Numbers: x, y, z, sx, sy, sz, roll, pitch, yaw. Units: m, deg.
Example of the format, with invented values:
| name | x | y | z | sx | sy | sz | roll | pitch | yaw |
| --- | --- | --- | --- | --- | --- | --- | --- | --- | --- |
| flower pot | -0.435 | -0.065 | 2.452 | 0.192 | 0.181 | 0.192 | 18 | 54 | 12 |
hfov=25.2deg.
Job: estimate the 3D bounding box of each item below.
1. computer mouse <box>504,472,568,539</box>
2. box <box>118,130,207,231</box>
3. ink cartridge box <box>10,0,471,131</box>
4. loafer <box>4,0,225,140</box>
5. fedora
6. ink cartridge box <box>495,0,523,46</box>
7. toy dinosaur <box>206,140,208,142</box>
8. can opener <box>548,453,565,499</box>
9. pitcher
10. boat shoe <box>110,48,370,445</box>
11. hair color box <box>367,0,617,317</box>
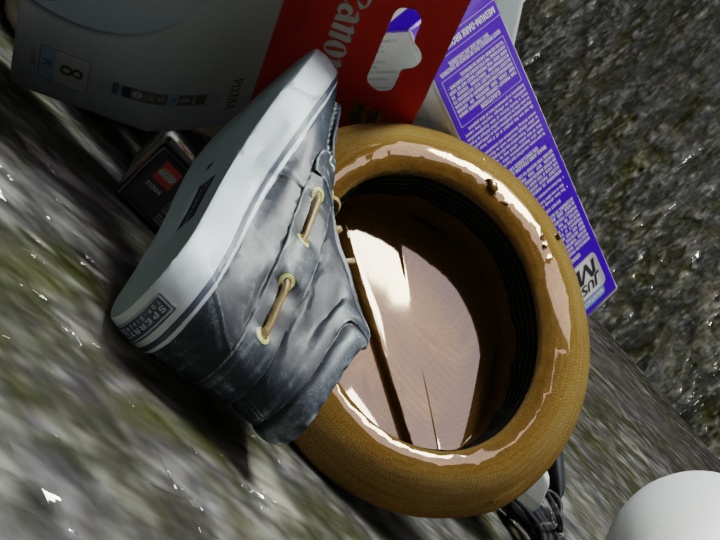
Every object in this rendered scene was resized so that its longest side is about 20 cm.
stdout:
| name | x | y | z | sx | sy | sz | roll | pitch | yaw |
| --- | --- | --- | --- | --- | --- | --- | --- | --- | --- |
| computer mouse | 0.076 | 0.098 | 0.910 | 0.110 | 0.044 | 0.200 | -106 | 171 | -62 |
| box | -0.045 | 0.004 | 0.879 | 0.200 | 0.035 | 0.110 | 45 | 8 | -11 |
| ink cartridge box | -0.060 | -0.117 | 0.762 | 0.200 | 0.160 | 0.047 | 21 | 54 | -4 |
| loafer | -0.105 | -0.124 | 0.892 | 0.200 | 0.068 | 0.076 | 26 | 11 | 15 |
| fedora | 0.018 | 0.029 | 0.796 | 0.201 | 0.201 | 0.082 | 47 | -31 | -1 |
| ink cartridge box | -0.002 | -0.210 | 0.979 | 0.200 | 0.146 | 0.145 | 12 | 3 | -7 |
| toy dinosaur | -0.049 | -0.111 | 0.993 | 0.200 | 0.102 | 0.136 | 46 | -20 | -18 |
| can opener | 0.091 | 0.051 | 1.018 | 0.079 | 0.063 | 0.200 | 13 | 73 | -86 |
| pitcher | 0.209 | 0.216 | 0.956 | 0.172 | 0.121 | 0.200 | 67 | 18 | -5 |
| boat shoe | -0.034 | -0.013 | 0.706 | 0.091 | 0.071 | 0.200 | 43 | 40 | -16 |
| hair color box | 0.052 | -0.059 | 0.888 | 0.109 | 0.065 | 0.200 | 9 | -49 | 52 |
